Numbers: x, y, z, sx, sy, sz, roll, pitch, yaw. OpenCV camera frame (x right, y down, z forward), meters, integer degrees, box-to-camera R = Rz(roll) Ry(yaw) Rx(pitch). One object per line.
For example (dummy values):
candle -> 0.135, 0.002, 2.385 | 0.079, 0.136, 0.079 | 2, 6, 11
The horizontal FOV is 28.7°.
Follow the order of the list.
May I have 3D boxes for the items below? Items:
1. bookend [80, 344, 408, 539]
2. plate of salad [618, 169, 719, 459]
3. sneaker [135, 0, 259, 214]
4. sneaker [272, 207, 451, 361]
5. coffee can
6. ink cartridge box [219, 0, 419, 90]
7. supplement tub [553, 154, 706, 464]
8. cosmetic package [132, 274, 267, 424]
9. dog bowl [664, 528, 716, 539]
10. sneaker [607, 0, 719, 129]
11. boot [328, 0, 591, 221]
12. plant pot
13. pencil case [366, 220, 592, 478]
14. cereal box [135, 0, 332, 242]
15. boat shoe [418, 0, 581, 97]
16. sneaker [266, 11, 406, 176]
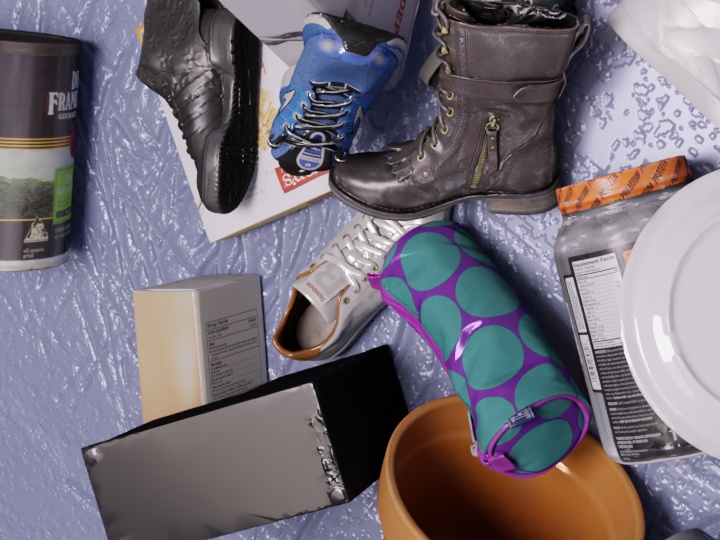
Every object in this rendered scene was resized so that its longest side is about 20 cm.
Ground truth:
bookend -> -0.081, 0.140, 1.115 | 0.198, 0.199, 0.093 | -17, 90, 17
plate of salad -> 0.268, 0.030, 0.924 | 0.198, 0.048, 0.202 | 0, 82, 3
sneaker -> -0.139, -0.152, 1.165 | 0.103, 0.060, 0.202 | 8, 97, 27
sneaker -> 0.000, 0.000, 1.138 | 0.073, 0.084, 0.201 | 41, 111, 19
coffee can -> -0.331, -0.113, 1.272 | 0.145, 0.146, 0.202 | 12, 104, 27
ink cartridge box -> -0.035, -0.241, 1.034 | 0.084, 0.200, 0.147 | 4, 70, 31
supplement tub -> 0.210, 0.027, 1.002 | 0.122, 0.122, 0.202 | -14, 90, 30
cosmetic package -> -0.134, 0.108, 1.220 | 0.071, 0.105, 0.202 | 0, 96, 29
dog bowl -> 0.198, 0.265, 1.006 | 0.059, 0.199, 0.201 | 48, 117, 27
sneaker -> 0.275, -0.158, 0.966 | 0.200, 0.073, 0.116 | 45, 119, 18
boot -> 0.068, -0.124, 1.034 | 0.198, 0.070, 0.175 | -1, 133, 6
plant pot -> 0.097, 0.212, 1.065 | 0.199, 0.200, 0.141 | 34, 128, 21
pencil case -> 0.088, 0.056, 1.061 | 0.092, 0.085, 0.201 | -28, 52, -5
cereal box -> -0.100, -0.141, 1.199 | 0.143, 0.039, 0.202 | -22, 86, 30
boat shoe -> 0.129, -0.185, 1.044 | 0.199, 0.074, 0.066 | -41, 79, 28
sneaker -> -0.021, -0.117, 1.010 | 0.078, 0.200, 0.090 | 14, 73, -8
